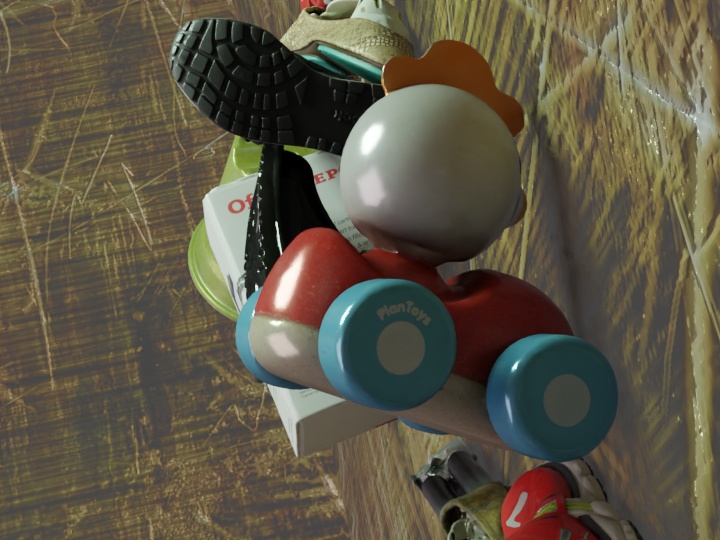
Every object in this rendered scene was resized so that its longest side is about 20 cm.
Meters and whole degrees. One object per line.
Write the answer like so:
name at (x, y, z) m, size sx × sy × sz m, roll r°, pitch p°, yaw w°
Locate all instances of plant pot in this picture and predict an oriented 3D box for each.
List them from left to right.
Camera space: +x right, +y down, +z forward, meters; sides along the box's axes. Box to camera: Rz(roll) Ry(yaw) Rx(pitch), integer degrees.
plant pot at (-0.084, -0.068, 1.757) m, size 0.185 × 0.199 × 0.201 m, roll 104°, pitch 157°, yaw -48°

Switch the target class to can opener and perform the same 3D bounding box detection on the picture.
can opener at (0.084, 0.176, 1.230) m, size 0.067 × 0.053 × 0.200 m, roll 47°, pitch 179°, yaw -11°

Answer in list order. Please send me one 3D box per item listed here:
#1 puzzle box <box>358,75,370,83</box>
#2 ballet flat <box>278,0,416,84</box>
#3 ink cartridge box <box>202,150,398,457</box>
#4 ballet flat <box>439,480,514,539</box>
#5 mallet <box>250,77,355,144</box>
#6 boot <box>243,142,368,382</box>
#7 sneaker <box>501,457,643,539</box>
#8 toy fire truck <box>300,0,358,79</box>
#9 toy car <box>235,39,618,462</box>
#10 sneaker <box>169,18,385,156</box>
puzzle box at (0.028, -0.064, 1.342) m, size 0.201 × 0.025 × 0.134 m, roll 84°, pitch 173°, yaw -45°
ballet flat at (-0.005, -0.176, 1.202) m, size 0.200 × 0.070 × 0.066 m, roll 20°, pitch 83°, yaw 60°
ink cartridge box at (-0.020, 0.018, 1.225) m, size 0.084 × 0.144 × 0.201 m, roll 94°, pitch 154°, yaw -65°
ballet flat at (0.093, 0.202, 1.033) m, size 0.200 × 0.070 × 0.071 m, roll -115°, pitch 15°, yaw -66°
mallet at (-0.045, -0.129, 1.261) m, size 0.200 × 0.041 × 0.066 m, roll -8°, pitch -90°, yaw -70°
boot at (-0.001, 0.002, 1.133) m, size 0.080 × 0.156 × 0.212 m, roll 111°, pitch 158°, yaw -51°
sneaker at (0.092, 0.148, 0.832) m, size 0.200 × 0.084 × 0.078 m, roll -148°, pitch 47°, yaw -82°
toy fire truck at (-0.025, -0.219, 1.439) m, size 0.200 × 0.048 × 0.142 m, roll -116°, pitch 16°, yaw -66°
toy car at (0.047, -0.019, 0.833) m, size 0.184 × 0.176 × 0.202 m, roll 179°, pitch 108°, yaw -71°
sneaker at (-0.045, -0.120, 1.163) m, size 0.088 × 0.199 × 0.076 m, roll -117°, pitch 50°, yaw -86°
